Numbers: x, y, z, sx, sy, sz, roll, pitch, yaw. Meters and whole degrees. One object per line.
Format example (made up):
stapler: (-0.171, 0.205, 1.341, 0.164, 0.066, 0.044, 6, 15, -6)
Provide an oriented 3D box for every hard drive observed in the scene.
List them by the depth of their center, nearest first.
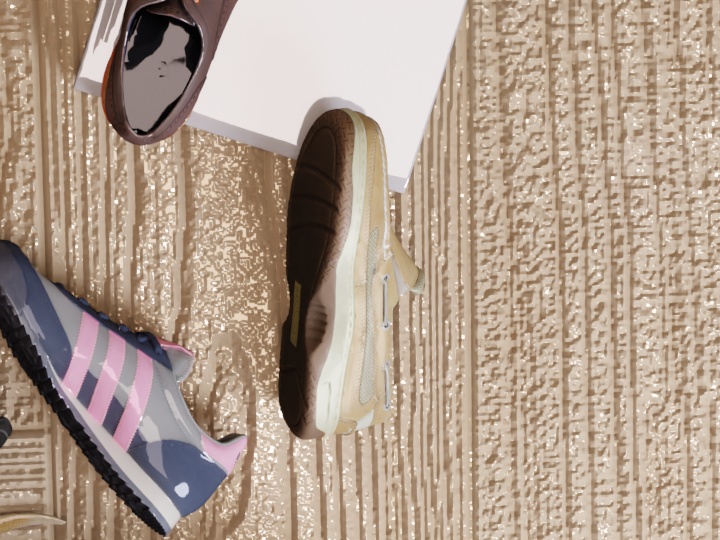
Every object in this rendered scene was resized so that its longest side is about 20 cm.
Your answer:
hard drive: (-0.049, -0.137, 1.608, 0.199, 0.027, 0.133, 17, 97, -8)

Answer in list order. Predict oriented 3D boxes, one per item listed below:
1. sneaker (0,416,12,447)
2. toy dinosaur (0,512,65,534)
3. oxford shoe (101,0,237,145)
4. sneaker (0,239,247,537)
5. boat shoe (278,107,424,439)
sneaker: (-0.266, 0.032, 1.597, 0.099, 0.070, 0.201, -30, 93, -19)
toy dinosaur: (-0.278, 0.174, 1.626, 0.200, 0.058, 0.101, -39, 105, -20)
oxford shoe: (-0.092, -0.163, 1.548, 0.071, 0.073, 0.201, 13, 98, -7)
sneaker: (-0.145, 0.051, 1.617, 0.082, 0.070, 0.200, -38, 104, -16)
boat shoe: (0.000, 0.000, 1.614, 0.076, 0.072, 0.201, -4, 119, -22)
